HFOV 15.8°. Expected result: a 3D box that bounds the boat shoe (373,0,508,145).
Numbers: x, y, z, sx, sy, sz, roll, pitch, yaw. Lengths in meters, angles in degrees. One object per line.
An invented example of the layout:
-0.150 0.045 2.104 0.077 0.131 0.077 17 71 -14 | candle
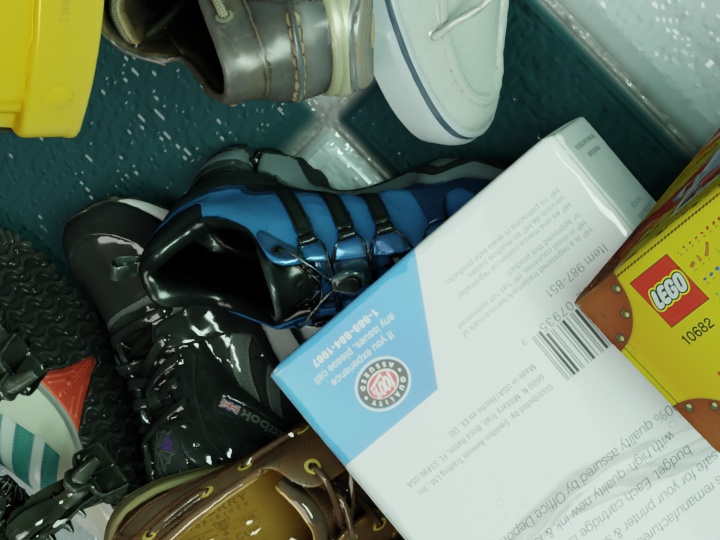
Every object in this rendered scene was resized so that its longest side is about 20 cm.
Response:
0.043 -0.143 0.969 0.086 0.075 0.202 1 112 29 | boat shoe

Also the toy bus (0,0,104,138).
-0.208 -0.138 1.011 0.200 0.192 0.136 -127 37 -51 | toy bus

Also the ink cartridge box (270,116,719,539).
0.089 0.065 0.991 0.145 0.084 0.200 -40 88 15 | ink cartridge box

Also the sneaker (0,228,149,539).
-0.145 0.075 1.254 0.200 0.070 0.093 50 141 -3 | sneaker

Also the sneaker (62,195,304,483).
-0.070 0.057 1.169 0.200 0.088 0.076 48 135 -4 | sneaker

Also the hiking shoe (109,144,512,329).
0.000 0.000 1.081 0.200 0.087 0.075 4 123 32 | hiking shoe

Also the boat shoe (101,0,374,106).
-0.067 -0.120 1.003 0.200 0.073 0.075 38 139 52 | boat shoe

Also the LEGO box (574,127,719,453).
0.186 -0.046 0.879 0.077 0.149 0.200 46 134 -2 | LEGO box

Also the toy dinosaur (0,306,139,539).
-0.176 0.105 1.143 0.102 0.136 0.200 54 179 -24 | toy dinosaur

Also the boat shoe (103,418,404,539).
-0.015 0.099 1.110 0.200 0.068 0.072 -24 102 0 | boat shoe
